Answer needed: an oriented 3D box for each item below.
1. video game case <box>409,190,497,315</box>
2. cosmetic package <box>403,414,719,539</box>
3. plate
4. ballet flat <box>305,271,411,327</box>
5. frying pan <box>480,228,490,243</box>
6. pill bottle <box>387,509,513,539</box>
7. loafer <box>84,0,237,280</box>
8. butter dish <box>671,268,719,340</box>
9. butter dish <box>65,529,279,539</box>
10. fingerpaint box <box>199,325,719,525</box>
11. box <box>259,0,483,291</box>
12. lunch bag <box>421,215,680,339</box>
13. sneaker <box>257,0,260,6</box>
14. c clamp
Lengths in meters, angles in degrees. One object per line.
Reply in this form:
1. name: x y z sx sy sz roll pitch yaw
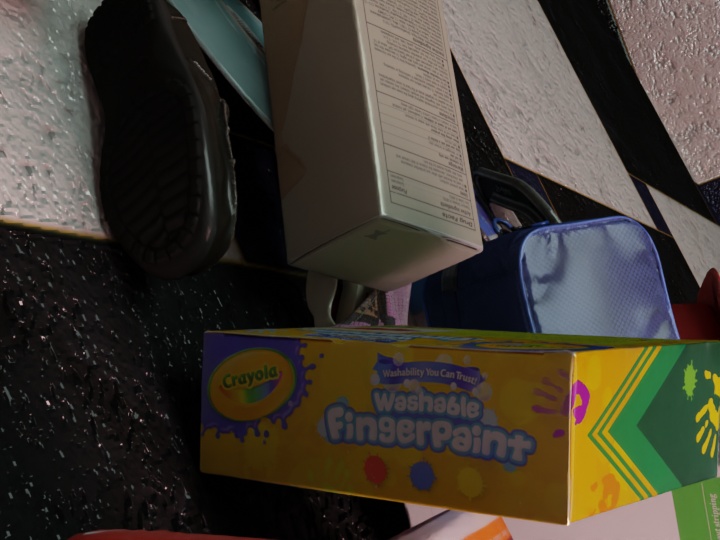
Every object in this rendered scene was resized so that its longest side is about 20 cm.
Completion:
1. video game case: 0.037 -0.073 1.002 0.201 0.045 0.181 61 21 4
2. cosmetic package: 0.135 0.142 0.700 0.085 0.199 0.108 -53 131 -67
3. plate: -0.058 -0.130 0.827 0.200 0.026 0.200 48 10 -11
4. ballet flat: 0.000 0.000 0.806 0.071 0.069 0.200 45 30 -22
5. frying pan: 0.053 -0.063 0.925 0.190 0.031 0.115 49 21 -14
6. pill bottle: 0.054 0.217 0.576 0.201 0.114 0.114 63 22 11
7. loafer: -0.095 -0.076 0.680 0.071 0.073 0.201 31 35 -46
8. butter dish: 0.224 0.120 1.023 0.200 0.147 0.201 -81 177 -55
9. butter dish: -0.019 0.204 0.415 0.199 0.148 0.200 6 40 -9
10. fingerpaint box: 0.050 0.067 0.609 0.166 0.199 0.074 2 89 -55
11. box: 0.003 -0.098 0.745 0.095 0.078 0.201 17 58 -44
12. lunch bag: 0.126 0.057 0.861 0.135 0.132 0.201 -6 79 -35
13. sneaker: -0.060 -0.256 0.989 0.201 0.075 0.076 59 15 -12
14. c clamp: 0.151 -0.013 1.013 0.171 0.027 0.200 58 -4 -9
